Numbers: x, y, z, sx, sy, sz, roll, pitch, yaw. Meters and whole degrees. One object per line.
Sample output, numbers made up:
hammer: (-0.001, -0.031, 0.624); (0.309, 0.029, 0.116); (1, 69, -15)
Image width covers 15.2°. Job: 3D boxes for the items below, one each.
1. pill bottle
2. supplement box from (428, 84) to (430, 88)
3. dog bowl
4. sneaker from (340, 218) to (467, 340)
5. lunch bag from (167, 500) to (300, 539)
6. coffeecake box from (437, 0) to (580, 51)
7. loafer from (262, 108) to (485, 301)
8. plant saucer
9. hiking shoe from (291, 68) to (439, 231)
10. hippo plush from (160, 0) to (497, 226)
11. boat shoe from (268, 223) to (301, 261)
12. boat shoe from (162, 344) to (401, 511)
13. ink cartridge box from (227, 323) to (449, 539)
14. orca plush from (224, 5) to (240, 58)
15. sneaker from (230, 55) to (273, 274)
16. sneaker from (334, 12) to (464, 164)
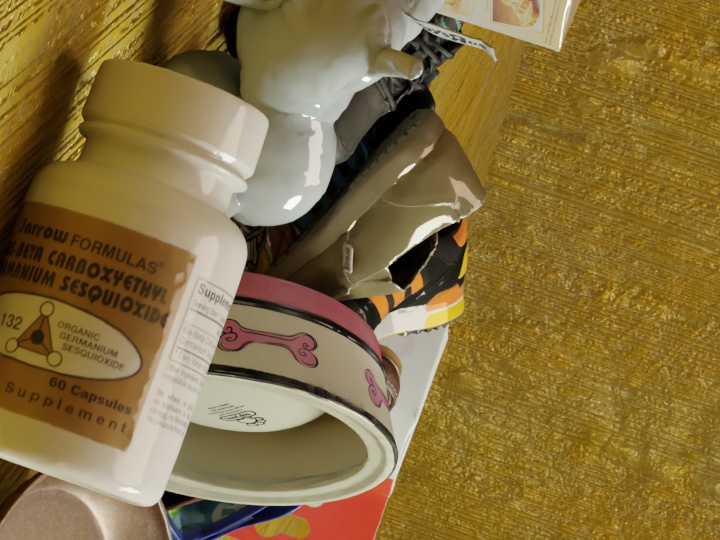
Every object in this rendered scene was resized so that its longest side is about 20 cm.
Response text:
pill bottle: (-0.119, 0.005, 1.319); (0.114, 0.114, 0.200); (67, 42, -80)
supplement box: (0.023, -0.226, 1.860); (0.200, 0.103, 0.131); (99, 12, -52)
dog bowl: (-0.074, 0.066, 1.554); (0.200, 0.200, 0.074); (94, 3, -64)
sneaker: (0.000, 0.000, 1.697); (0.200, 0.070, 0.090); (-18, 122, -52)
lunch bag: (-0.073, 0.078, 1.871); (0.200, 0.127, 0.170); (-55, -167, 39)
coffeecake box: (0.055, -0.237, 1.682); (0.073, 0.200, 0.154); (100, 11, -47)
loafer: (0.000, -0.011, 1.549); (0.200, 0.067, 0.076); (-46, -177, 44)
plant saucer: (-0.174, 0.196, 1.496); (0.200, 0.037, 0.201); (-27, 122, -54)
hiking shoe: (-0.010, -0.045, 1.774); (0.087, 0.074, 0.200); (-31, -144, 61)
hippo plush: (-0.029, -0.108, 1.493); (0.159, 0.200, 0.161); (-20, 140, -53)
boat shoe: (-0.111, 0.039, 1.714); (0.068, 0.072, 0.200); (44, 69, -49)
boat shoe: (-0.064, 0.108, 1.733); (0.070, 0.200, 0.070); (53, 25, -34)
ink cartridge box: (-0.041, 0.108, 2.000); (0.057, 0.162, 0.200); (83, 27, -74)
orca plush: (-0.043, -0.152, 1.726); (0.200, 0.071, 0.105); (-36, 121, -59)
sneaker: (-0.084, -0.036, 1.619); (0.078, 0.082, 0.200); (-54, 161, -68)
sneaker: (0.016, -0.145, 1.678); (0.200, 0.079, 0.075); (-67, 147, -36)
